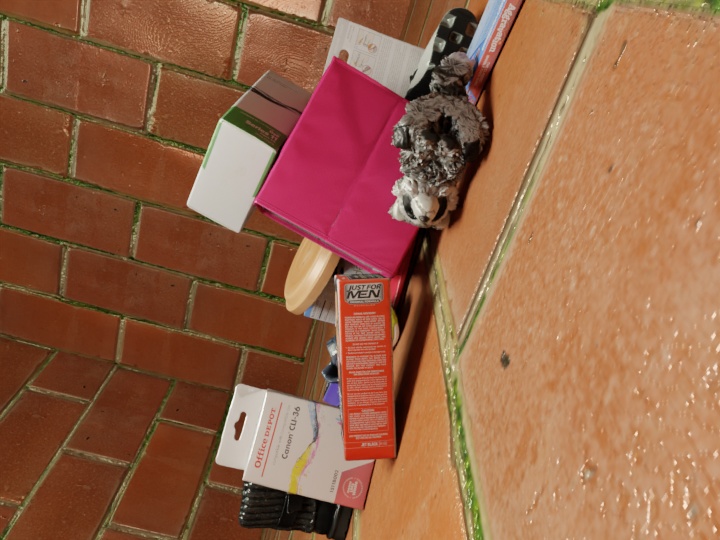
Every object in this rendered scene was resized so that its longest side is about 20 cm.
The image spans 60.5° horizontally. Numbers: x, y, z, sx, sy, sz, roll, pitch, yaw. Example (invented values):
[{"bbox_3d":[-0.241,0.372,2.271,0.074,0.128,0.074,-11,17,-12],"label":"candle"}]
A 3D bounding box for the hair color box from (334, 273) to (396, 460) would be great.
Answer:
[{"bbox_3d":[0.004,0.106,0.722,0.102,0.061,0.202,-156,64,-85],"label":"hair color box"}]

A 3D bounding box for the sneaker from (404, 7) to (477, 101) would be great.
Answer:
[{"bbox_3d":[0.113,-0.285,0.927,0.089,0.074,0.201,-98,34,-75],"label":"sneaker"}]

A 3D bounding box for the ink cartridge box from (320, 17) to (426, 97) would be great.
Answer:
[{"bbox_3d":[0.039,-0.282,0.965,0.057,0.199,0.164,135,150,-78],"label":"ink cartridge box"}]

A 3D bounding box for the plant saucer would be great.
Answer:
[{"bbox_3d":[-0.076,-0.024,1.020,0.201,0.032,0.201,-53,20,28],"label":"plant saucer"}]

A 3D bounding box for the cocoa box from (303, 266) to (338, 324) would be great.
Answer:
[{"bbox_3d":[-0.016,-0.011,1.142,0.134,0.130,0.201,111,172,-46],"label":"cocoa box"}]

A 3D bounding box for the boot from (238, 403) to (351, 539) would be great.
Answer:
[{"bbox_3d":[-0.081,0.272,0.889,0.080,0.157,0.212,117,167,-64],"label":"boot"}]

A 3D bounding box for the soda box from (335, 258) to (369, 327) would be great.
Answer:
[{"bbox_3d":[0.000,0.000,0.999,0.064,0.068,0.201,111,165,-46],"label":"soda box"}]

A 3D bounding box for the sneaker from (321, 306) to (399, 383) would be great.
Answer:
[{"bbox_3d":[-0.003,0.102,0.877,0.074,0.080,0.201,57,145,39],"label":"sneaker"}]

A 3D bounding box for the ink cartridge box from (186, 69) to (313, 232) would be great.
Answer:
[{"bbox_3d":[-0.147,-0.171,0.860,0.147,0.083,0.200,-57,9,37],"label":"ink cartridge box"}]

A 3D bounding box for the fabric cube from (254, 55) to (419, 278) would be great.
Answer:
[{"bbox_3d":[-0.007,-0.123,0.827,0.200,0.199,0.196,-62,7,-3],"label":"fabric cube"}]

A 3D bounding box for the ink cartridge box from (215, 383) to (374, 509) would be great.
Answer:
[{"bbox_3d":[-0.082,0.227,0.809,0.067,0.199,0.117,133,151,-78],"label":"ink cartridge box"}]

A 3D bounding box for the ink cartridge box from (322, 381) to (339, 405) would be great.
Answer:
[{"bbox_3d":[-0.029,0.181,1.227,0.199,0.043,0.201,112,170,-50],"label":"ink cartridge box"}]

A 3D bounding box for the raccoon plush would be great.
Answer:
[{"bbox_3d":[0.099,-0.139,0.717,0.200,0.096,0.134,-56,-16,-34],"label":"raccoon plush"}]

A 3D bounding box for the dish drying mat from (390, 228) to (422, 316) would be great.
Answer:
[{"bbox_3d":[0.064,-0.005,0.922,0.077,0.018,0.201,-138,63,-83],"label":"dish drying mat"}]

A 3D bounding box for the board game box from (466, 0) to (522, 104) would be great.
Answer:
[{"bbox_3d":[0.150,-0.271,0.757,0.201,0.019,0.103,111,173,-48],"label":"board game box"}]
